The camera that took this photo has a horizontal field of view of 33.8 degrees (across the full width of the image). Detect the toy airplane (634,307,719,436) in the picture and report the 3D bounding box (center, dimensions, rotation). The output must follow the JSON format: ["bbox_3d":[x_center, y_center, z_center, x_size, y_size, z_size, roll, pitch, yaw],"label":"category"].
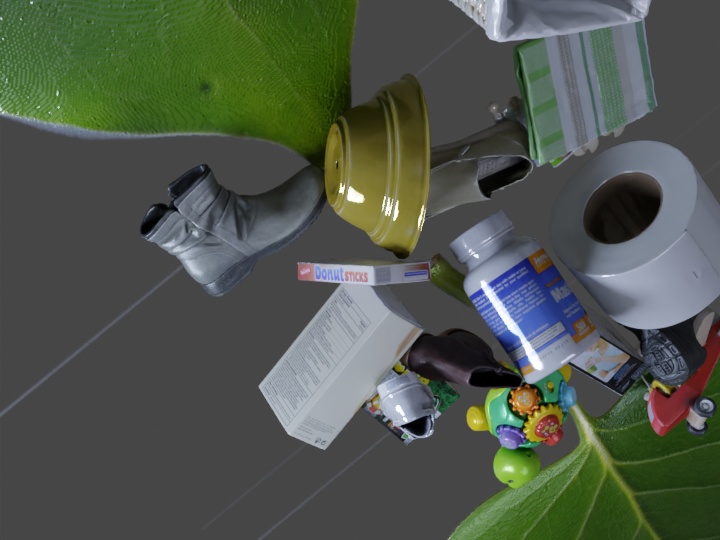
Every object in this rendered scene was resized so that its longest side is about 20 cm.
[{"bbox_3d":[0.479,0.130,1.756,0.199,0.140,0.201,-23,133,-66],"label":"toy airplane"}]

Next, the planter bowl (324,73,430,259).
[{"bbox_3d":[0.009,-0.113,1.279,0.083,0.201,0.201,1,122,-13],"label":"planter bowl"}]

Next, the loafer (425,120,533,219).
[{"bbox_3d":[0.120,-0.112,1.408,0.199,0.068,0.076,-29,131,-2],"label":"loafer"}]

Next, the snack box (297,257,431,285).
[{"bbox_3d":[0.000,0.000,1.346,0.071,0.200,0.024,-6,94,-26],"label":"snack box"}]

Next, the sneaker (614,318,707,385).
[{"bbox_3d":[0.406,0.061,1.635,0.090,0.201,0.076,-17,166,-41],"label":"sneaker"}]

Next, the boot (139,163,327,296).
[{"bbox_3d":[-0.136,-0.072,1.303,0.200,0.068,0.131,-42,126,0],"label":"boot"}]

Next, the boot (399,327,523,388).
[{"bbox_3d":[0.144,0.125,1.512,0.199,0.166,0.073,11,97,-44],"label":"boot"}]

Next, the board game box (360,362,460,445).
[{"bbox_3d":[0.045,0.152,1.584,0.105,0.023,0.200,-45,131,2],"label":"board game box"}]

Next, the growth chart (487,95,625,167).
[{"bbox_3d":[0.258,-0.194,1.470,0.199,0.018,0.145,-30,131,-8],"label":"growth chart"}]

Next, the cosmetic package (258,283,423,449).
[{"bbox_3d":[-0.025,0.109,1.460,0.071,0.105,0.200,30,105,-41],"label":"cosmetic package"}]

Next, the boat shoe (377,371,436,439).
[{"bbox_3d":[0.067,0.180,1.501,0.072,0.069,0.200,-20,163,-4],"label":"boat shoe"}]

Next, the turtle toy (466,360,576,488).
[{"bbox_3d":[0.234,0.213,1.678,0.145,0.101,0.201,-1,121,-29],"label":"turtle toy"}]

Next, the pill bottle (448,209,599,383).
[{"bbox_3d":[0.198,0.029,1.466,0.112,0.201,0.112,-33,176,-3],"label":"pill bottle"}]

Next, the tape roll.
[{"bbox_3d":[0.360,-0.045,1.509,0.203,0.203,0.139,-44,132,4],"label":"tape roll"}]

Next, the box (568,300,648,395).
[{"bbox_3d":[0.294,0.085,1.618,0.200,0.117,0.060,30,107,-41],"label":"box"}]

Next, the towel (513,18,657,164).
[{"bbox_3d":[0.266,-0.228,1.404,0.199,0.031,0.150,-26,113,-26],"label":"towel"}]

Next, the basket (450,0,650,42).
[{"bbox_3d":[0.194,-0.364,1.223,0.199,0.161,0.199,-11,126,-22],"label":"basket"}]
